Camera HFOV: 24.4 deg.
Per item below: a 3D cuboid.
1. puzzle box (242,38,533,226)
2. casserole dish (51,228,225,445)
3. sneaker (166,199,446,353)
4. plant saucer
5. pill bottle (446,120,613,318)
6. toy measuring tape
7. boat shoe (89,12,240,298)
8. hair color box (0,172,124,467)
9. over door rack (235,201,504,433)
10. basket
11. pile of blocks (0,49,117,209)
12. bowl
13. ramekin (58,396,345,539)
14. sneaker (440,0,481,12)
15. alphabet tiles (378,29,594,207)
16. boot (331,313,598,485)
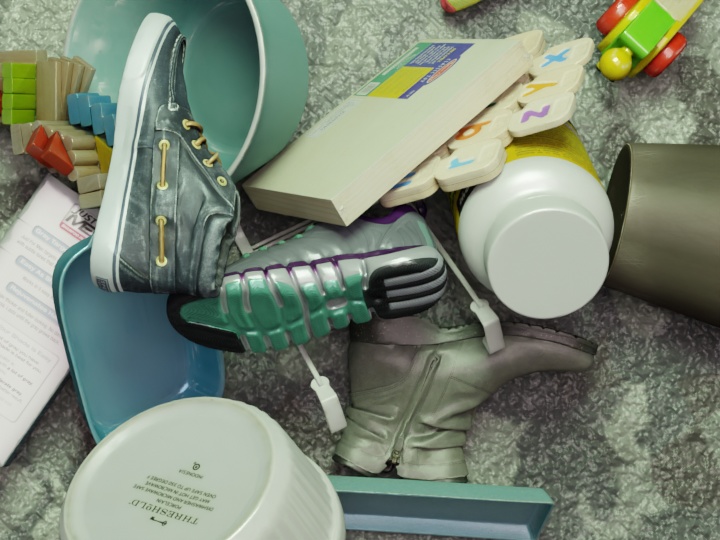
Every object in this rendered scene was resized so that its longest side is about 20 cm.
[{"bbox_3d":[0.020,-0.107,1.238,0.200,0.133,0.025,-41,116,-21],"label":"puzzle box"},{"bbox_3d":[-0.167,0.045,1.231,0.121,0.039,0.200,-26,121,-30],"label":"casserole dish"},{"bbox_3d":[-0.041,0.000,1.199,0.200,0.074,0.088,-8,45,-2],"label":"sneaker"},{"bbox_3d":[0.044,0.180,1.272,0.200,0.070,0.019,5,57,-5],"label":"plant saucer"},{"bbox_3d":[0.123,-0.047,1.225,0.112,0.200,0.113,-1,115,-3],"label":"pill bottle"},{"bbox_3d":[0.245,-0.213,1.348,0.074,0.074,0.200,42,59,0],"label":"toy measuring tape"},{"bbox_3d":[-0.123,-0.077,1.154,0.091,0.071,0.201,7,78,4],"label":"boat shoe"},{"bbox_3d":[-0.251,0.038,1.257,0.099,0.061,0.200,34,82,-2],"label":"hair color box"},{"bbox_3d":[0.000,0.000,1.250,0.148,0.067,0.200,-25,58,-7],"label":"over door rack"},{"bbox_3d":[0.292,-0.024,1.289,0.200,0.136,0.181,10,81,-1],"label":"basket"},{"bbox_3d":[-0.224,-0.110,1.225,0.200,0.062,0.082,33,113,29],"label":"pile of blocks"},{"bbox_3d":[-0.118,-0.145,1.246,0.201,0.105,0.201,3,96,35],"label":"bowl"},{"bbox_3d":[-0.118,0.177,1.171,0.202,0.202,0.094,-29,130,-8],"label":"ramekin"},{"bbox_3d":[0.043,-0.290,1.319,0.090,0.078,0.200,-39,87,-2],"label":"sneaker"},{"bbox_3d":[0.078,-0.116,1.246,0.195,0.200,0.015,-14,121,27],"label":"alphabet tiles"},{"bbox_3d":[0.080,0.104,1.287,0.200,0.068,0.131,3,86,3],"label":"boot"}]
